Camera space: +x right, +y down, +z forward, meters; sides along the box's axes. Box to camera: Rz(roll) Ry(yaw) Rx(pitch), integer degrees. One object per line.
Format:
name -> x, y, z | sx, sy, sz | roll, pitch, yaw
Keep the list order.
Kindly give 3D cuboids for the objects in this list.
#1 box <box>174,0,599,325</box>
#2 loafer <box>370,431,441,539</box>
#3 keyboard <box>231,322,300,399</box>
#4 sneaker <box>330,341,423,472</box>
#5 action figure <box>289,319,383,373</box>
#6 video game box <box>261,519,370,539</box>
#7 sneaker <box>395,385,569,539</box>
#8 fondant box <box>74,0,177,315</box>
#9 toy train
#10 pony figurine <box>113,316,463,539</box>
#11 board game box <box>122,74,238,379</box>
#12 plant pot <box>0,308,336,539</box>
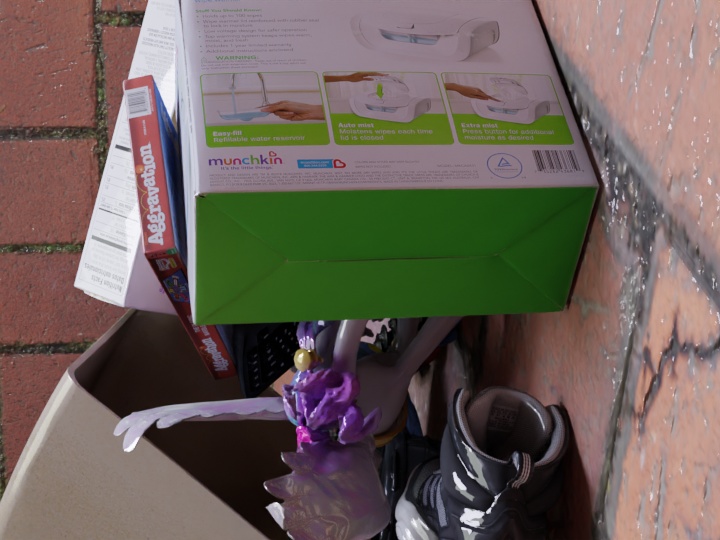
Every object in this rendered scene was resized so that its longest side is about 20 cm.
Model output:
box -> 0.004, -0.071, 0.777 | 0.097, 0.198, 0.178 | 98, 165, -45
loafer -> 0.012, 0.203, 0.959 | 0.068, 0.070, 0.202 | 117, 173, -72
keyboard -> 0.000, 0.000, 0.930 | 0.039, 0.200, 0.105 | 31, 148, 30
sneaker -> 0.003, 0.135, 1.096 | 0.201, 0.082, 0.071 | 89, 164, -47
action figure -> -0.031, 0.023, 1.094 | 0.118, 0.198, 0.103 | 0, -101, -56
video game box -> -0.031, 0.229, 1.163 | 0.200, 0.046, 0.184 | 44, -151, -45
sneaker -> 0.069, 0.114, 0.812 | 0.200, 0.075, 0.115 | -114, 34, -77
fondant box -> -0.101, -0.069, 1.001 | 0.058, 0.144, 0.202 | 19, 94, 39
toy train -> 0.040, 0.046, 1.059 | 0.200, 0.034, 0.046 | 118, 144, -72
pony figurine -> -0.016, 0.076, 0.850 | 0.166, 0.192, 0.202 | 29, 102, 36
board game box -> -0.101, -0.018, 0.851 | 0.200, 0.019, 0.104 | 77, -177, -66
plant pot -> -0.139, 0.165, 0.984 | 0.177, 0.199, 0.200 | -50, 3, 16
